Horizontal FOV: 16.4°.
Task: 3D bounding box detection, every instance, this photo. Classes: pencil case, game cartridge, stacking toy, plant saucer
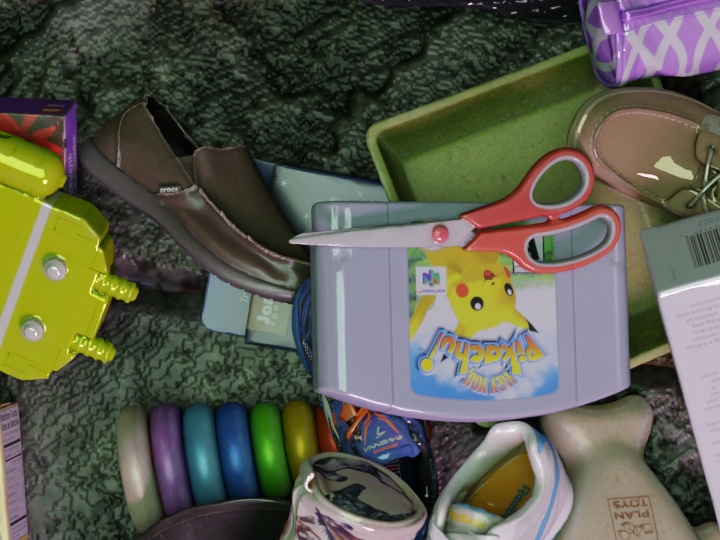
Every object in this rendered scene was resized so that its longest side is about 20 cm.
[{"bbox_3d":[-0.029,0.199,1.507,0.089,0.078,0.200,7,123,-25],"label":"pencil case"},{"bbox_3d":[0.069,0.025,1.511,0.200,0.040,0.133,0,88,-17],"label":"game cartridge"},{"bbox_3d":[-0.053,0.113,1.613,0.200,0.085,0.085,-11,92,1],"label":"stacking toy"},{"bbox_3d":[0.118,-0.026,1.574,0.200,0.048,0.200,-21,90,-18],"label":"plant saucer"},{"bbox_3d":[0.234,-0.168,1.541,0.200,0.085,0.084,-15,96,-8],"label":"pencil case"}]

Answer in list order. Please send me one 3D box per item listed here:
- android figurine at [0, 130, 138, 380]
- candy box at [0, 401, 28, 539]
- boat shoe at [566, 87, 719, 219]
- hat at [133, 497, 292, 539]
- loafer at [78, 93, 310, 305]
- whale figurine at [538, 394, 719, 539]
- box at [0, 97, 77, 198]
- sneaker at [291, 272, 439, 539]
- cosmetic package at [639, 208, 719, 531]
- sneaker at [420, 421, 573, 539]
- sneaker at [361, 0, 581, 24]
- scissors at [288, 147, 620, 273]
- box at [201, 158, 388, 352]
[{"bbox_3d":[-0.241,-0.004,1.595,0.200,0.041,0.182,24,111,-1],"label":"android figurine"},{"bbox_3d":[-0.280,0.190,1.648,0.117,0.056,0.200,-5,91,7],"label":"candy box"},{"bbox_3d":[0.221,-0.060,1.536,0.200,0.065,0.071,16,103,-25],"label":"boat shoe"},{"bbox_3d":[-0.070,0.208,1.608,0.200,0.081,0.201,3,118,5],"label":"hat"},{"bbox_3d":[-0.092,-0.047,1.585,0.200,0.073,0.071,35,101,19],"label":"loafer"},{"bbox_3d":[0.159,0.182,1.593,0.159,0.104,0.200,-4,70,-15],"label":"whale figurine"},{"bbox_3d":[-0.284,-0.045,1.626,0.200,0.039,0.137,3,110,6],"label":"box"},{"bbox_3d":[0.012,0.088,1.538,0.075,0.078,0.200,-20,107,-3],"label":"sneaker"},{"bbox_3d":[0.244,0.057,1.532,0.101,0.071,0.200,-15,125,6],"label":"cosmetic package"},{"bbox_3d":[0.059,0.182,1.503,0.076,0.081,0.200,17,65,25],"label":"sneaker"},{"bbox_3d":[0.079,-0.213,1.581,0.200,0.072,0.083,6,62,-9],"label":"sneaker"},{"bbox_3d":[0.060,-0.016,1.486,0.200,0.014,0.073,-18,101,-14],"label":"scissors"},{"bbox_3d":[0.000,0.000,1.622,0.200,0.032,0.121,10,94,6],"label":"box"}]
